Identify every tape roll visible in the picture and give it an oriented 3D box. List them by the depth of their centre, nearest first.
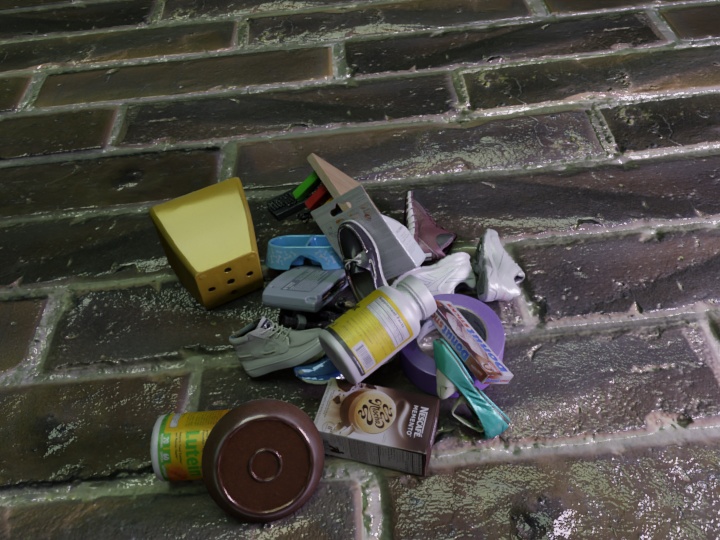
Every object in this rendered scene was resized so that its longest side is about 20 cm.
[{"bbox_3d":[0.171,0.139,1.278,0.199,0.066,0.201,-3,46,3],"label":"tape roll"}]

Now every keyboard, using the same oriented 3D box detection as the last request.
[{"bbox_3d":[-0.123,-0.177,1.644,0.199,0.021,0.127,-30,50,-20],"label":"keyboard"}]

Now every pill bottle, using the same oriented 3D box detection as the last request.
[{"bbox_3d":[-0.242,0.294,1.143,0.198,0.111,0.112,-5,46,2],"label":"pill bottle"},{"bbox_3d":[0.034,0.097,1.181,0.200,0.112,0.111,-36,52,-15],"label":"pill bottle"}]

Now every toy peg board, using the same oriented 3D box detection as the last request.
[{"bbox_3d":[-0.041,-0.130,1.494,0.098,0.200,0.200,-43,58,16],"label":"toy peg board"}]

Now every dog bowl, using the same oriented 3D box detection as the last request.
[{"bbox_3d":[-0.110,-0.042,1.462,0.198,0.050,0.112,1,19,6],"label":"dog bowl"}]

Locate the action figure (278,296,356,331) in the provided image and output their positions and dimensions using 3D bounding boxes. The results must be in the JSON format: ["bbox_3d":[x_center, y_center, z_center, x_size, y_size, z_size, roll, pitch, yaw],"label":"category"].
[{"bbox_3d":[-0.060,0.103,1.339,0.199,0.070,0.131,3,38,-12],"label":"action figure"}]

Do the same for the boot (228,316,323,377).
[{"bbox_3d":[-0.154,0.128,1.249,0.199,0.096,0.074,-23,19,23],"label":"boot"}]

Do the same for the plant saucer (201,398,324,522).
[{"bbox_3d":[-0.153,0.309,1.081,0.199,0.034,0.202,0,88,-13],"label":"plant saucer"}]

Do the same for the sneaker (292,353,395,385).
[{"bbox_3d":[-0.036,0.152,1.258,0.199,0.090,0.078,-19,6,-19],"label":"sneaker"}]

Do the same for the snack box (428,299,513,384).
[{"bbox_3d":[0.187,0.125,1.204,0.072,0.024,0.200,9,32,-41],"label":"snack box"}]

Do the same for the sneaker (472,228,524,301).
[{"bbox_3d":[0.291,-0.005,1.408,0.099,0.078,0.201,11,46,-6],"label":"sneaker"}]

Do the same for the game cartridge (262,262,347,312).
[{"bbox_3d":[-0.111,0.032,1.374,0.132,0.041,0.200,9,22,20],"label":"game cartridge"}]

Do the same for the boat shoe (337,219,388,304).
[{"bbox_3d":[0.000,0.000,1.315,0.074,0.201,0.060,-15,8,32],"label":"boat shoe"}]

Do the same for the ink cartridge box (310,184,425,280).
[{"bbox_3d":[0.013,-0.071,1.357,0.160,0.201,0.047,-23,18,43],"label":"ink cartridge box"}]

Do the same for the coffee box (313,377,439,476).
[{"bbox_3d":[0.029,0.267,1.161,0.199,0.080,0.113,8,47,14],"label":"coffee box"}]

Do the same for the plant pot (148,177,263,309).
[{"bbox_3d":[-0.306,-0.041,1.427,0.199,0.200,0.177,-22,59,-15],"label":"plant pot"}]

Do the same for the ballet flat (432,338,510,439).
[{"bbox_3d":[0.173,0.211,1.153,0.070,0.067,0.200,-40,95,-6],"label":"ballet flat"}]

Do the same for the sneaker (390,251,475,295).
[{"bbox_3d":[0.145,0.031,1.381,0.199,0.075,0.088,-22,71,-2],"label":"sneaker"}]

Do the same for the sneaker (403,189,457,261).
[{"bbox_3d":[0.157,-0.096,1.508,0.115,0.076,0.201,0,57,-1],"label":"sneaker"}]
